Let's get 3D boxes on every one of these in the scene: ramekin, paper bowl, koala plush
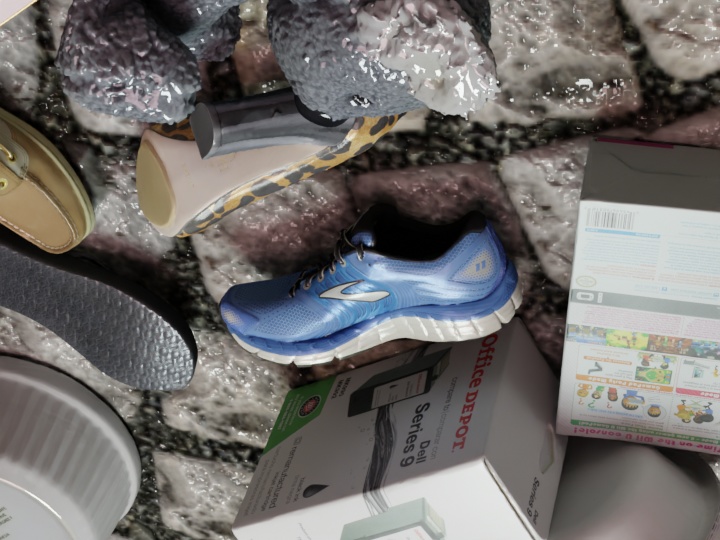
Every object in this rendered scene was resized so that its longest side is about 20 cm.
[{"bbox_3d":[-0.277,0.169,1.102,0.199,0.095,0.204,7,134,8],"label":"ramekin"},{"bbox_3d":[0.150,0.185,0.935,0.199,0.201,0.105,-20,111,29],"label":"paper bowl"},{"bbox_3d":[-0.019,-0.145,0.699,0.198,0.178,0.186,24,110,-5],"label":"koala plush"}]

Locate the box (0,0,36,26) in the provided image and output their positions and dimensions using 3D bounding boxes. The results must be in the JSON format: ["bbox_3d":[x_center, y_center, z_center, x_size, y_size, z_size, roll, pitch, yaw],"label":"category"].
[{"bbox_3d":[-0.237,-0.181,0.769,0.198,0.042,0.120,-30,113,18],"label":"box"}]

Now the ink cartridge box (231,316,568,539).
[{"bbox_3d":[0.031,0.129,0.948,0.198,0.147,0.085,-21,118,28],"label":"ink cartridge box"}]

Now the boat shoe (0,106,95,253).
[{"bbox_3d":[-0.253,-0.073,0.891,0.074,0.067,0.200,-27,120,34],"label":"boat shoe"}]

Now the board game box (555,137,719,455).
[{"bbox_3d":[0.201,0.022,0.866,0.145,0.065,0.202,7,132,9],"label":"board game box"}]

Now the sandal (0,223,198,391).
[{"bbox_3d":[-0.197,0.014,0.982,0.198,0.043,0.077,30,126,0],"label":"sandal"}]

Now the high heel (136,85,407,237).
[{"bbox_3d":[-0.056,-0.071,0.861,0.141,0.072,0.200,-13,174,-26],"label":"high heel"}]

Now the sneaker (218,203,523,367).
[{"bbox_3d":[0.000,0.000,0.899,0.197,0.079,0.090,-11,118,15],"label":"sneaker"}]
